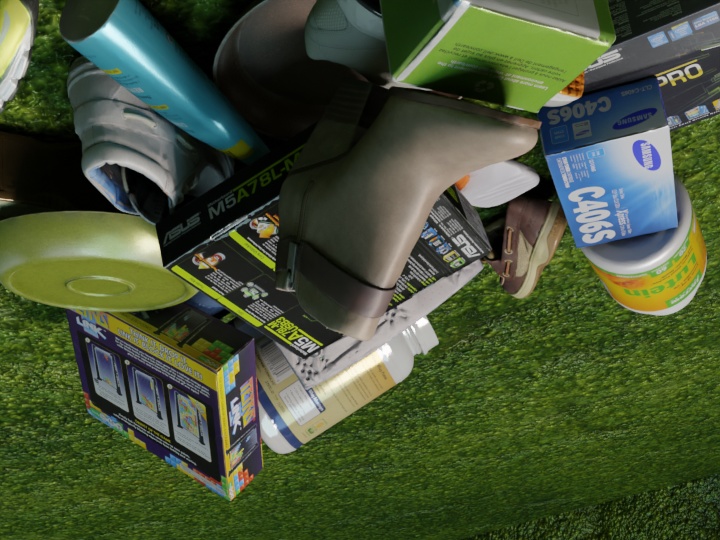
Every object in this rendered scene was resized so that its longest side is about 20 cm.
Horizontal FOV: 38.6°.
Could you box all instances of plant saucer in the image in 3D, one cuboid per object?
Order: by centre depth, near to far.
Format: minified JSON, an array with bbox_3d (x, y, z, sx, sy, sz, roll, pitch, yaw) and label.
[{"bbox_3d":[-0.008,-0.155,0.729,0.196,0.033,0.201,-8,156,-4],"label":"plant saucer"},{"bbox_3d":[-0.212,0.000,0.839,0.195,0.032,0.200,-2,163,0],"label":"plant saucer"}]

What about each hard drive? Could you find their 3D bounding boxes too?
[{"bbox_3d":[0.000,0.000,0.921,0.198,0.042,0.136,-34,115,-3],"label":"hard drive"}]

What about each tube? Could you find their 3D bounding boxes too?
[{"bbox_3d":[-0.121,-0.120,0.709,0.051,0.077,0.200,-51,140,-3],"label":"tube"}]

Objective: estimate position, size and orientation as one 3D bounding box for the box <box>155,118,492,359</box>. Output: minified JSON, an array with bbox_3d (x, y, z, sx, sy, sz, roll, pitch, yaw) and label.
[{"bbox_3d":[-0.021,-0.024,0.782,0.191,0.048,0.200,-28,145,17],"label":"box"}]

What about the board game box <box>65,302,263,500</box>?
[{"bbox_3d":[-0.185,0.102,0.972,0.057,0.198,0.168,-39,143,-42],"label":"board game box"}]

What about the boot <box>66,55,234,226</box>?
[{"bbox_3d":[-0.153,-0.074,0.775,0.072,0.097,0.200,-16,157,17],"label":"boot"}]

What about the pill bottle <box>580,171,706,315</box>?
[{"bbox_3d":[0.284,-0.023,1.023,0.109,0.113,0.200,-17,155,19],"label":"pill bottle"}]

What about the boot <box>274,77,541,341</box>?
[{"bbox_3d":[0.016,-0.032,0.605,0.069,0.149,0.199,13,-174,-33],"label":"boot"}]

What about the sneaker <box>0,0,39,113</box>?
[{"bbox_3d":[-0.278,-0.131,0.636,0.198,0.080,0.090,-25,145,28],"label":"sneaker"}]

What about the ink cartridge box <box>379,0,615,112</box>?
[{"bbox_3d":[0.024,-0.180,0.540,0.196,0.151,0.076,6,154,-27],"label":"ink cartridge box"}]

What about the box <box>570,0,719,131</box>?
[{"bbox_3d":[0.244,-0.166,0.769,0.197,0.050,0.161,-18,154,25],"label":"box"}]

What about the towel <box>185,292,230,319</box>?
[{"bbox_3d":[-0.131,0.013,1.002,0.198,0.049,0.111,-26,170,36],"label":"towel"}]

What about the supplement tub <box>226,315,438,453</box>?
[{"bbox_3d":[-0.034,0.074,1.034,0.198,0.146,0.145,-32,155,-1],"label":"supplement tub"}]

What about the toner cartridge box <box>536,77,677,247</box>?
[{"bbox_3d":[0.207,-0.081,0.844,0.093,0.044,0.200,-13,157,15],"label":"toner cartridge box"}]

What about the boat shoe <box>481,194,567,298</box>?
[{"bbox_3d":[0.157,-0.028,1.042,0.071,0.073,0.200,22,167,5],"label":"boat shoe"}]

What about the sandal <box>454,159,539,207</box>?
[{"bbox_3d":[0.084,-0.096,0.860,0.078,0.060,0.205,-28,163,25],"label":"sandal"}]

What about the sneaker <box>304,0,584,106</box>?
[{"bbox_3d":[0.054,-0.146,0.660,0.197,0.077,0.092,15,155,-28],"label":"sneaker"}]

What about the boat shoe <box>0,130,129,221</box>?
[{"bbox_3d":[-0.242,-0.062,0.817,0.197,0.076,0.066,17,155,-35],"label":"boat shoe"}]
